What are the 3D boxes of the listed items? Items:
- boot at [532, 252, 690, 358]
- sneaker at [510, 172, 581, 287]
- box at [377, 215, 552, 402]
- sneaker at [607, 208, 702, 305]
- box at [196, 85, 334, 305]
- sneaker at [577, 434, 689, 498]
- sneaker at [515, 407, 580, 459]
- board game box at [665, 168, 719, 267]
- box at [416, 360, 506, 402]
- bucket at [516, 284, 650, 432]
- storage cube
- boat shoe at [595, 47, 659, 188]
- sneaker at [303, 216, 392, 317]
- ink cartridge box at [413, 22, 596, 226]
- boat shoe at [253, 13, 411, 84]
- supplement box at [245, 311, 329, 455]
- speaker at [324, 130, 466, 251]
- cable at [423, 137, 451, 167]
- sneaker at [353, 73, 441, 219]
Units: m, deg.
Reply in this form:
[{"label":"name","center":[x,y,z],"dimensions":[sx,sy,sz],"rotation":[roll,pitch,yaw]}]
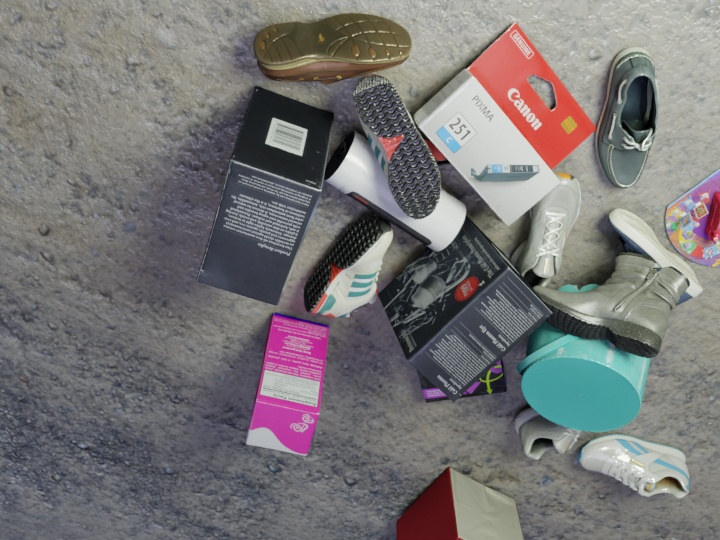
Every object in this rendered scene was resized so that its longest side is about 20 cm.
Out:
[{"label":"boot","center":[0.343,0.031,1.152],"dimensions":[0.198,0.131,0.068],"rotation":[20,158,22]},{"label":"sneaker","center":[0.270,-0.041,1.181],"dimensions":[0.075,0.092,0.202],"rotation":[9,127,-1]},{"label":"box","center":[0.138,0.046,1.162],"dimensions":[0.182,0.200,0.104],"rotation":[-45,115,10]},{"label":"sneaker","center":[0.410,-0.006,1.206],"dimensions":[0.199,0.075,0.084],"rotation":[39,119,-21]},{"label":"box","center":[-0.124,-0.100,1.103],"dimensions":[0.122,0.201,0.199],"rotation":[18,128,-10]},{"label":"sneaker","center":[0.486,0.349,1.465],"dimensions":[0.197,0.081,0.077],"rotation":[8,129,0]},{"label":"sneaker","center":[0.355,0.259,1.391],"dimensions":[0.199,0.092,0.076],"rotation":[-34,118,26]},{"label":"board game box","center":[0.539,-0.073,1.165],"dimensions":[0.158,0.039,0.200],"rotation":[38,122,-21]},{"label":"box","center":[0.156,0.129,1.355],"dimensions":[0.141,0.036,0.201],"rotation":[-10,124,12]},{"label":"bucket","center":[0.340,0.136,1.250],"dimensions":[0.205,0.135,0.208],"rotation":[14,138,13]},{"label":"storage cube","center":[0.186,0.513,1.547],"dimensions":[0.170,0.201,0.180],"rotation":[30,118,-16]},{"label":"boat shoe","center":[0.352,-0.186,1.082],"dimensions":[0.072,0.062,0.202],"rotation":[-4,128,4]},{"label":"sneaker","center":[0.000,0.001,1.253],"dimensions":[0.093,0.071,0.200],"rotation":[20,126,-33]},{"label":"ink cartridge box","center":[0.197,-0.185,1.076],"dimensions":[0.176,0.045,0.200],"rotation":[-41,116,12]},{"label":"boat shoe","center":[-0.034,-0.277,1.052],"dimensions":[0.198,0.073,0.068],"rotation":[-4,161,-2]},{"label":"supplement box","center":[-0.113,0.177,1.310],"dimensions":[0.102,0.201,0.102],"rotation":[14,128,-5]},{"label":"speaker","center":[0.048,-0.110,1.155],"dimensions":[0.199,0.082,0.081],"rotation":[31,124,-19]},{"label":"cable","center":[0.155,-0.154,1.130],"dimensions":[0.198,0.051,0.097],"rotation":[26,124,-12]},{"label":"sneaker","center":[0.049,-0.168,1.085],"dimensions":[0.070,0.094,0.201],"rotation":[-24,109,8]}]
